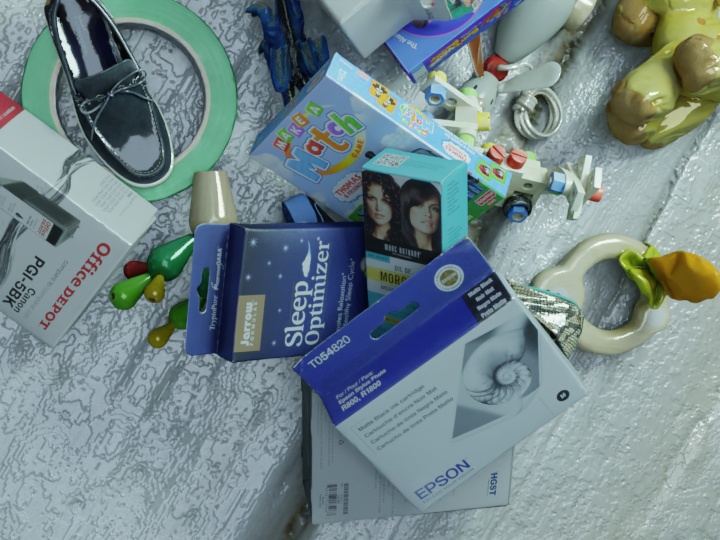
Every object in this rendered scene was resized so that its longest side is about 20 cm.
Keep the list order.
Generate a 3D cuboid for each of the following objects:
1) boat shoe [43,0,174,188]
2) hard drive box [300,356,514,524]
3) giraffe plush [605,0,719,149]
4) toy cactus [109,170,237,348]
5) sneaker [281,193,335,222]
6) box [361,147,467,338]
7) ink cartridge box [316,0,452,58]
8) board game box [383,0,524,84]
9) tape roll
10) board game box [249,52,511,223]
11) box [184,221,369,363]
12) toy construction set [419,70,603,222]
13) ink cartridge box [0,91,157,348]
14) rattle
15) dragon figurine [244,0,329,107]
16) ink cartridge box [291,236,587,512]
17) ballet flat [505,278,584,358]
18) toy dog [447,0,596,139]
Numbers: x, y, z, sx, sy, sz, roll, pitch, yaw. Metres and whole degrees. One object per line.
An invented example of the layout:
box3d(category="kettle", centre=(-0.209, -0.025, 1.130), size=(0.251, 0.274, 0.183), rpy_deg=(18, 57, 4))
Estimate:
box3d(category="boat shoe", centre=(-0.229, -0.167, 1.124), size=(0.075, 0.062, 0.200), rpy_deg=(-24, 98, -9))
box3d(category="hard drive box", centre=(0.045, 0.154, 1.202), size=(0.200, 0.077, 0.156), rpy_deg=(-3, 117, -9))
box3d(category="giraffe plush", centre=(0.315, -0.235, 1.226), size=(0.200, 0.173, 0.162), rpy_deg=(-23, 75, 3))
box3d(category="toy cactus", centre=(-0.134, -0.011, 1.171), size=(0.200, 0.102, 0.165), rpy_deg=(-2, 92, -2))
box3d(category="sneaker", centre=(0.000, 0.000, 1.220), size=(0.078, 0.070, 0.200), rpy_deg=(-34, 105, -9))
box3d(category="box", centre=(0.051, -0.005, 1.119), size=(0.082, 0.049, 0.200), rpy_deg=(13, 123, 28))
box3d(category="ink cartridge box", centre=(-0.004, -0.295, 1.098), size=(0.125, 0.129, 0.200), rpy_deg=(-38, 80, 6))
box3d(category="board game box", centre=(0.043, -0.299, 1.178), size=(0.134, 0.045, 0.200), rpy_deg=(-36, 81, 6))
box3d(category="tape roll", centre=(-0.218, -0.163, 1.180), size=(0.200, 0.048, 0.201), rpy_deg=(-1, 93, -9))
box3d(category="board game box", centre=(0.016, -0.099, 1.157), size=(0.200, 0.151, 0.037), rpy_deg=(33, 52, -16))
box3d(category="box", centre=(-0.061, 0.017, 1.114), size=(0.200, 0.032, 0.121), rpy_deg=(-3, 105, -38))
box3d(category="toy construction set", centre=(0.136, -0.107, 1.198), size=(0.200, 0.131, 0.092), rpy_deg=(24, 51, 0))
box3d(category="ink cartridge box", centre=(-0.310, -0.049, 1.127), size=(0.200, 0.083, 0.147), rpy_deg=(37, 115, -9))
box3d(category="rattle", centre=(0.231, 0.039, 1.226), size=(0.200, 0.143, 0.130), rpy_deg=(-7, 113, -15))
box3d(category="dragon figurine", centre=(-0.064, -0.206, 1.159), size=(0.059, 0.200, 0.100), rpy_deg=(-18, 58, -10))
box3d(category="ink cartridge box", centre=(0.074, 0.099, 1.105), size=(0.199, 0.041, 0.200), rpy_deg=(-37, 122, 8))
box3d(category="ballet flat", centre=(0.119, 0.032, 1.184), size=(0.200, 0.068, 0.075), rpy_deg=(24, 57, -6))
box3d(category="toy dog", centre=(0.164, -0.230, 1.217), size=(0.132, 0.096, 0.200), rpy_deg=(12, 91, -9))
